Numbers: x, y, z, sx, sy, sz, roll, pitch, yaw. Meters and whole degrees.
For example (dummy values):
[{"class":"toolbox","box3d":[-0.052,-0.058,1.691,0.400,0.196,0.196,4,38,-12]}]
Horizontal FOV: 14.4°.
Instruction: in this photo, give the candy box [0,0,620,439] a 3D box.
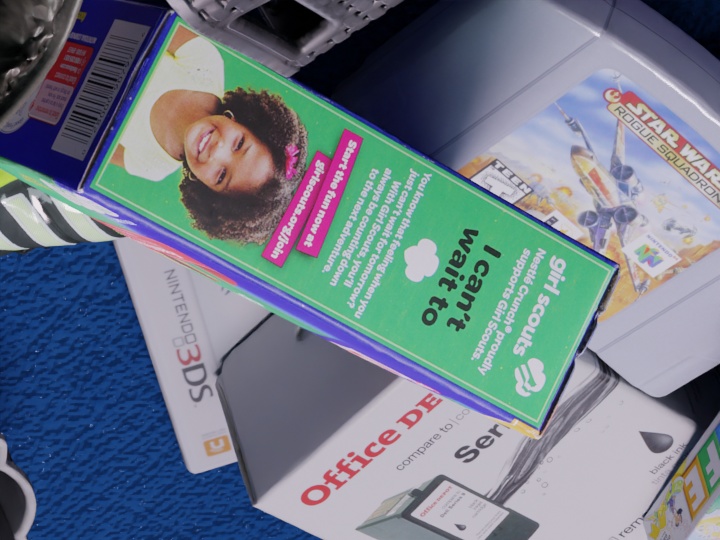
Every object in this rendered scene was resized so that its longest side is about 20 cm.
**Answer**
[{"class":"candy box","box3d":[-0.030,-0.026,1.050,0.200,0.169,0.077,27,88,-24]}]

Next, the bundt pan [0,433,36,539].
[{"class":"bundt pan","box3d":[-0.243,0.094,1.222,0.201,0.076,0.202,-11,136,-11]}]

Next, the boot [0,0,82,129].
[{"class":"boot","box3d":[-0.197,-0.091,0.947,0.182,0.200,0.073,-63,162,15]}]

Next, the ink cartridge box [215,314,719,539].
[{"class":"ink cartridge box","box3d":[0.058,0.069,1.268,0.200,0.084,0.146,29,119,-38]}]

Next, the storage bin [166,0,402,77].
[{"class":"storage bin","box3d":[-0.049,-0.176,0.916,0.094,0.200,0.135,-33,167,10]}]

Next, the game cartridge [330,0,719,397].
[{"class":"game cartridge","box3d":[0.101,-0.039,1.156,0.200,0.042,0.133,40,136,-18]}]

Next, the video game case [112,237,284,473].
[{"class":"video game case","box3d":[0.000,0.000,1.256,0.200,0.022,0.182,-17,137,-3]}]

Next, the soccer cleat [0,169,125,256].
[{"class":"soccer cleat","box3d":[-0.126,-0.037,1.152,0.200,0.068,0.081,-2,155,-21]}]

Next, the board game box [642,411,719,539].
[{"class":"board game box","box3d":[0.243,0.092,1.255,0.200,0.034,0.135,8,135,-22]}]
